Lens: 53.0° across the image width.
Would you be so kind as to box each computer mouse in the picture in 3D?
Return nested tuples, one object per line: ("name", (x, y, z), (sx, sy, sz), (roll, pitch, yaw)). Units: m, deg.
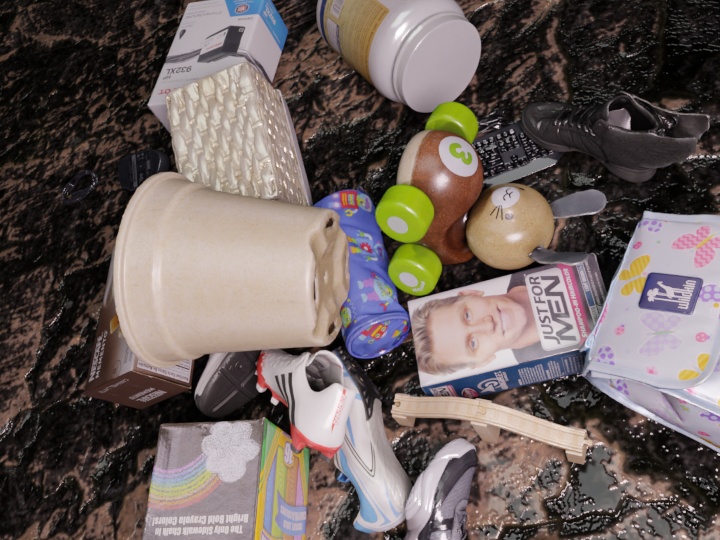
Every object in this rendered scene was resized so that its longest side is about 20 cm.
("computer mouse", (-0.361, -0.133, 1.073), (0.198, 0.034, 0.059), (-12, 75, 21))

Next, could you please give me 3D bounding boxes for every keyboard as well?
("keyboard", (0.131, -0.142, 0.872), (0.198, 0.040, 0.105), (-20, 58, 9))

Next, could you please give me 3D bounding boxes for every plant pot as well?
("plant pot", (-0.113, 0.004, 0.727), (0.181, 0.201, 0.203), (3, 63, 14))

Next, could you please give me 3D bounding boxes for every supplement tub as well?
("supplement tub", (0.048, -0.308, 0.934), (0.144, 0.145, 0.200), (-38, 56, -2))

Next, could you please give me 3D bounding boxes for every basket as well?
("basket", (-0.154, -0.139, 0.904), (0.134, 0.123, 0.202), (-18, 73, 11))

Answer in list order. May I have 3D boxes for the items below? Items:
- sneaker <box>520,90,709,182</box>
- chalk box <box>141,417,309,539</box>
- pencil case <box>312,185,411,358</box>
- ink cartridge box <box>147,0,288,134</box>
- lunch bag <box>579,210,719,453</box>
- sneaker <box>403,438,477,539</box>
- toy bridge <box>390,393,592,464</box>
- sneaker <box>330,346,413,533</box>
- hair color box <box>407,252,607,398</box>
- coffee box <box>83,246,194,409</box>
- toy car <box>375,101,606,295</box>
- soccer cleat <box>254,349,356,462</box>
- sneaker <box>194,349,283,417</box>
("sneaker", (0.265, -0.159, 0.781), (0.199, 0.104, 0.060), (31, 75, 24))
("chalk box", (-0.130, 0.261, 0.703), (0.123, 0.124, 0.202), (-7, 61, 17))
("pencil case", (0.000, 0.000, 0.824), (0.078, 0.086, 0.202), (-52, 43, 41))
("ink cartridge box", (-0.207, -0.300, 1.067), (0.143, 0.084, 0.202), (2, 63, 22))
("lunch bag", (0.308, 0.056, 0.619), (0.198, 0.127, 0.171), (26, 73, 14))
("sneaker", (0.087, 0.262, 0.647), (0.113, 0.075, 0.202), (20, 77, 29))
("toy bridge", (0.122, 0.146, 0.699), (0.198, 0.067, 0.027), (7, 65, 25))
("sneaker", (-0.005, 0.167, 0.738), (0.072, 0.072, 0.201), (-30, 53, 12))
("hair color box", (0.155, 0.062, 0.737), (0.198, 0.061, 0.101), (-16, 57, 14))
("coffee box", (-0.255, 0.052, 0.873), (0.114, 0.079, 0.202), (-25, 52, 39))
("toy car", (0.142, -0.061, 0.738), (0.198, 0.159, 0.165), (13, 52, 24))
("soccer cleat", (-0.055, 0.112, 0.735), (0.086, 0.068, 0.200), (-64, 25, 9))
("sneaker", (-0.148, 0.073, 0.855), (0.115, 0.076, 0.201), (16, 61, 37))
